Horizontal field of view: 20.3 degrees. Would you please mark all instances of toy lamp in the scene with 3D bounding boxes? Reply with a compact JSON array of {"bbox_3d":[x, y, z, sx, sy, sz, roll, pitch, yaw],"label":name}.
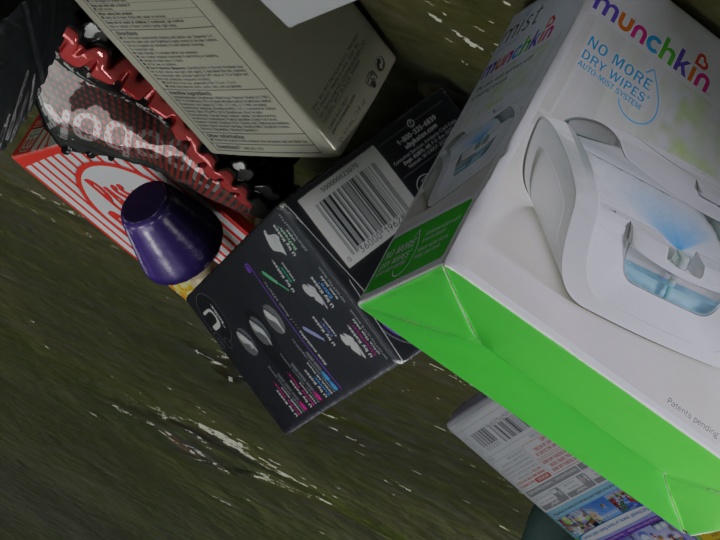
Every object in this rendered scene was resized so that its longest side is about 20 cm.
[{"bbox_3d":[-0.083,0.017,1.249,0.058,0.058,0.200,10,152,38],"label":"toy lamp"}]

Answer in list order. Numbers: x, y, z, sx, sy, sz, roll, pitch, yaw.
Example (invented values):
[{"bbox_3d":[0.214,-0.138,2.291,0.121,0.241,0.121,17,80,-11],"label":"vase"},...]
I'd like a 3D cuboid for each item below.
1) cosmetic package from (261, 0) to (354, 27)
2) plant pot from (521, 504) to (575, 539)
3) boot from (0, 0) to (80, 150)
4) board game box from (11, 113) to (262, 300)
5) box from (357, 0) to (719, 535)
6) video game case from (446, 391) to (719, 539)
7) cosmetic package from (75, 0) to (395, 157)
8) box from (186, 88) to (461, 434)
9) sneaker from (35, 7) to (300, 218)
[{"bbox_3d":[-0.042,-0.203,0.861,0.200,0.052,0.151,42,144,-27],"label":"cosmetic package"},{"bbox_3d":[0.186,0.239,1.369,0.200,0.134,0.200,27,165,8],"label":"plant pot"},{"bbox_3d":[-0.235,-0.148,1.042,0.162,0.198,0.073,16,151,14],"label":"boot"},{"bbox_3d":[-0.107,-0.038,1.290,0.200,0.046,0.151,41,154,-25],"label":"board game box"},{"bbox_3d":[0.131,-0.008,0.915,0.200,0.177,0.097,36,156,-13],"label":"box"},{"bbox_3d":[0.158,0.110,1.086,0.182,0.022,0.200,41,150,-4],"label":"video game case"},{"bbox_3d":[-0.082,-0.146,1.012,0.105,0.071,0.200,6,148,41],"label":"cosmetic package"},{"bbox_3d":[0.000,0.000,1.115,0.106,0.122,0.200,53,155,1],"label":"box"},{"bbox_3d":[-0.125,-0.093,1.146,0.200,0.071,0.098,39,132,-18],"label":"sneaker"}]
